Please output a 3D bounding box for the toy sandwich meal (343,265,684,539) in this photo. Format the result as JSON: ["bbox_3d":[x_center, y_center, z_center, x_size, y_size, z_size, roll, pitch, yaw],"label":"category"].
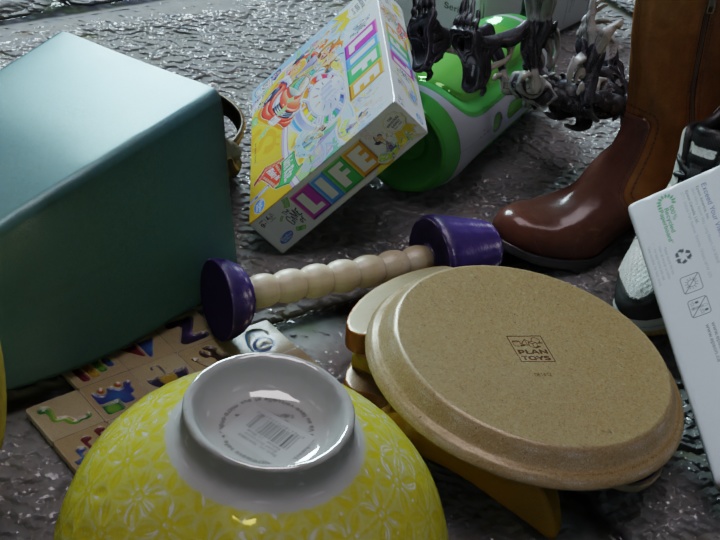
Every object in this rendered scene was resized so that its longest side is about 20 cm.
[{"bbox_3d":[0.082,0.069,0.775,0.204,0.070,0.205,10,34,-7],"label":"toy sandwich meal"}]

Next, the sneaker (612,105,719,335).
[{"bbox_3d":[0.221,-0.052,0.889,0.076,0.088,0.200,24,70,42],"label":"sneaker"}]

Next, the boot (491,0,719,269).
[{"bbox_3d":[0.183,-0.103,0.917,0.188,0.201,0.069,-5,35,-16],"label":"boot"}]

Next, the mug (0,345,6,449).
[{"bbox_3d":[-0.243,0.104,0.590,0.186,0.154,0.150,-6,35,-18],"label":"mug"}]

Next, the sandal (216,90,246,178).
[{"bbox_3d":[-0.113,-0.104,0.942,0.080,0.054,0.200,24,-2,-5],"label":"sandal"}]

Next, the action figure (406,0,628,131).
[{"bbox_3d":[0.138,-0.157,0.975,0.199,0.102,0.119,9,9,-34],"label":"action figure"}]

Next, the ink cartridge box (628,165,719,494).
[{"bbox_3d":[0.269,0.007,0.763,0.200,0.041,0.200,-25,52,22],"label":"ink cartridge box"}]

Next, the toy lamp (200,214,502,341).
[{"bbox_3d":[0.000,0.000,0.862,0.199,0.058,0.058,-10,37,-29],"label":"toy lamp"}]

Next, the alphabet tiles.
[{"bbox_3d":[-0.083,0.088,0.769,0.166,0.006,0.200,-20,41,-33],"label":"alphabet tiles"}]

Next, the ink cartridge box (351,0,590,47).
[{"bbox_3d":[0.106,-0.265,1.250,0.146,0.085,0.200,28,40,30],"label":"ink cartridge box"}]

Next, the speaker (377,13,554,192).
[{"bbox_3d":[0.078,-0.133,1.052,0.088,0.089,0.200,22,37,22],"label":"speaker"}]

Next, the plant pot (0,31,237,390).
[{"bbox_3d":[-0.195,-0.024,0.804,0.141,0.142,0.200,24,44,31],"label":"plant pot"}]

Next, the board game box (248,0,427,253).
[{"bbox_3d":[-0.021,-0.115,0.978,0.034,0.134,0.200,41,22,-26],"label":"board game box"}]

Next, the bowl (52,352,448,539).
[{"bbox_3d":[-0.048,0.105,0.648,0.199,0.108,0.200,6,37,-4],"label":"bowl"}]
